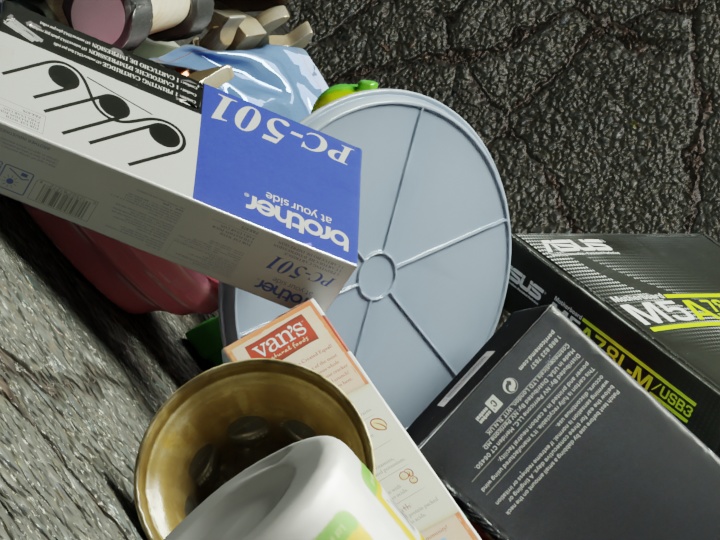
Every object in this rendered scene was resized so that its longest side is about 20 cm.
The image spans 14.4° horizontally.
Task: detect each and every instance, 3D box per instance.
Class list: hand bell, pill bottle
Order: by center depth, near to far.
[{"bbox_3d":[0.009,0.170,1.063,0.200,0.111,0.111,51,5,-11],"label":"pill bottle"},{"bbox_3d":[-0.031,0.122,1.290,0.104,0.104,0.200,54,-6,23],"label":"hand bell"}]

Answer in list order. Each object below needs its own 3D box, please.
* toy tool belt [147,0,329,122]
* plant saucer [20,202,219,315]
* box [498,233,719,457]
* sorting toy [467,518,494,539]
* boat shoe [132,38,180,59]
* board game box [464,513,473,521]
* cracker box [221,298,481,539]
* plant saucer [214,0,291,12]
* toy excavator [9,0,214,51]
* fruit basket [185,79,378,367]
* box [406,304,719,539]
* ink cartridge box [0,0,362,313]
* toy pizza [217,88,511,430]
[{"bbox_3d":[-0.071,-0.105,1.764,0.125,0.123,0.200,55,36,7],"label":"toy tool belt"},{"bbox_3d":[-0.147,-0.051,1.517,0.201,0.051,0.201,53,5,-7],"label":"plant saucer"},{"bbox_3d":[0.201,0.043,1.627,0.200,0.048,0.193,0,34,-48],"label":"box"},{"bbox_3d":[0.099,0.217,1.576,0.200,0.070,0.199,42,6,-2],"label":"sorting toy"},{"bbox_3d":[-0.182,-0.149,1.854,0.071,0.070,0.201,29,2,19],"label":"boat shoe"},{"bbox_3d":[0.129,0.151,1.728,0.103,0.200,0.105,50,6,-15],"label":"board game box"},{"bbox_3d":[0.007,0.129,1.391,0.200,0.058,0.134,54,-15,22],"label":"cracker box"},{"bbox_3d":[-0.114,-0.194,1.758,0.200,0.037,0.200,8,-7,1],"label":"plant saucer"},{"bbox_3d":[-0.201,-0.210,1.656,0.100,0.194,0.201,-21,96,-61],"label":"toy excavator"},{"bbox_3d":[-0.020,-0.001,1.683,0.216,0.155,0.216,-23,90,-83],"label":"fruit basket"},{"bbox_3d":[0.121,0.116,1.468,0.182,0.104,0.200,44,-3,-1],"label":"box"},{"bbox_3d":[-0.097,-0.054,1.395,0.199,0.044,0.094,22,38,-17],"label":"ink cartridge box"},{"bbox_3d":[0.000,0.000,1.541,0.032,0.200,0.200,18,-24,49],"label":"toy pizza"}]
